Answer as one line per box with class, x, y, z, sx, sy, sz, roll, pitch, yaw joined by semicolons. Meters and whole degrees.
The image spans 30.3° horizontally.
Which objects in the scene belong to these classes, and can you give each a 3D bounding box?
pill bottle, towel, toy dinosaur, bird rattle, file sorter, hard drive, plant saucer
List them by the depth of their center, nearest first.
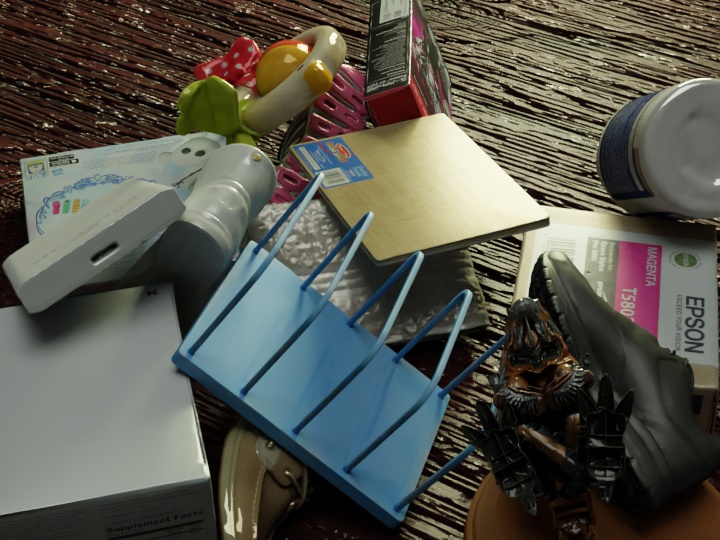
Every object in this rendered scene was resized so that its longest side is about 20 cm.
toy dinosaur;0.134;0.115;0.868;0.102;0.136;0.201;-33;76;2
plant saucer;0.171;0.184;0.925;0.197;0.038;0.201;-1;40;1
file sorter;-0.002;0.050;0.945;0.199;0.123;0.139;38;39;-8
hard drive;-0.209;-0.024;1.016;0.131;0.026;0.200;-35;14;-12
towel;0.000;0.000;1.095;0.198;0.034;0.134;-10;78;-10
pill bottle;0.267;-0.099;1.142;0.110;0.112;0.200;-4;2;-5
bird rattle;-0.077;-0.159;1.200;0.162;0.113;0.200;-27;18;23

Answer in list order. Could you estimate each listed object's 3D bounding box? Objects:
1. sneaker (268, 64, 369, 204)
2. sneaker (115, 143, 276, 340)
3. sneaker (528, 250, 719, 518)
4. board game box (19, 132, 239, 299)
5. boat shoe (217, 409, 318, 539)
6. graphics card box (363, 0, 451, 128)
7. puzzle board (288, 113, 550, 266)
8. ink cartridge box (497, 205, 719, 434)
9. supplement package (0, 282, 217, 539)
sneaker;-0.045;-0.090;1.230;0.073;0.087;0.202;23;64;-9
sneaker;-0.125;-0.022;1.057;0.073;0.200;0.116;37;54;-9
sneaker;0.184;0.071;0.942;0.090;0.076;0.202;-20;70;-15
board game box;-0.197;-0.043;1.192;0.198;0.044;0.200;-10;40;-11
boat shoe;-0.062;0.139;0.954;0.064;0.072;0.201;1;39;3
graphics card box;0.048;-0.174;1.279;0.050;0.126;0.201;-16;37;15
puzzle board;0.043;-0.068;1.091;0.149;0.018;0.200;-14;35;-18
ink cartridge box;0.201;0.041;1.066;0.163;0.076;0.201;6;40;9
supplement package;-0.191;0.123;0.944;0.154;0.112;0.201;-9;40;-10
